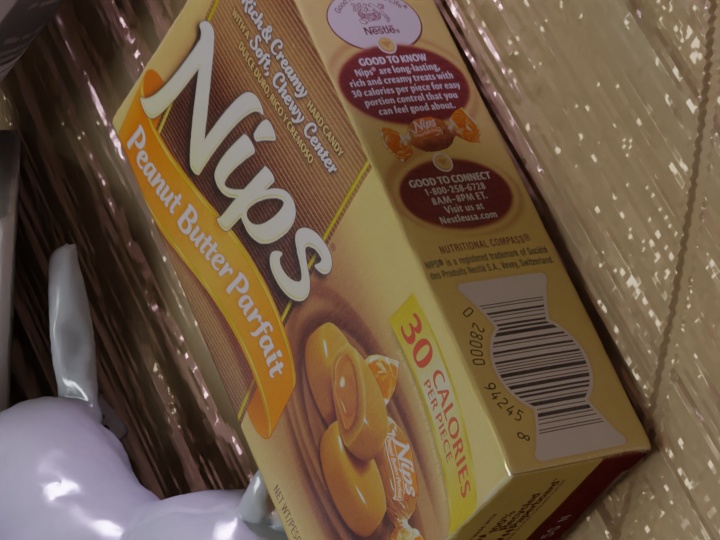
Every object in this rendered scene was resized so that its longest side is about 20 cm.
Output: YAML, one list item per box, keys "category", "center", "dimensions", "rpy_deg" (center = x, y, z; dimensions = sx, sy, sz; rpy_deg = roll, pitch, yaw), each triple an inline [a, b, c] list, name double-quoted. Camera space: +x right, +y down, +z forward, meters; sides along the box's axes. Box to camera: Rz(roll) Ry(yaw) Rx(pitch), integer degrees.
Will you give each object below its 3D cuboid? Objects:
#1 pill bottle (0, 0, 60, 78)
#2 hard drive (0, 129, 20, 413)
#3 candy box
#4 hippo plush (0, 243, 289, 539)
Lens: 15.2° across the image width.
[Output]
- category: "pill bottle"
  center: [-0.164, -0.110, 0.939]
  dimensions: [0.200, 0.114, 0.114]
  rpy_deg: [-46, 58, 35]
- category: "hard drive"
  center: [-0.145, 0.059, 1.014]
  dimensions: [0.132, 0.026, 0.200]
  rpy_deg: [-109, 22, -72]
- category: "candy box"
  center: [0.000, 0.000, 0.813]
  dimensions: [0.115, 0.055, 0.200]
  rpy_deg: [-51, 54, 46]
- category: "hippo plush"
  center: [-0.076, 0.124, 0.897]
  dimensions: [0.161, 0.200, 0.159]
  rpy_deg: [13, 132, 28]
